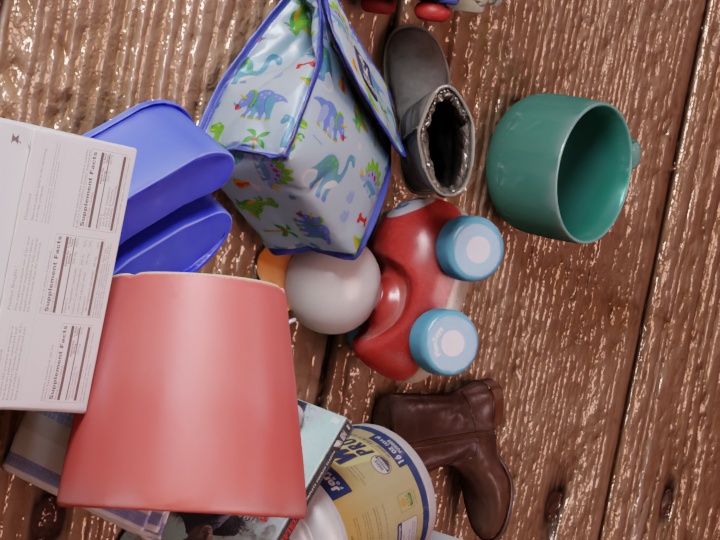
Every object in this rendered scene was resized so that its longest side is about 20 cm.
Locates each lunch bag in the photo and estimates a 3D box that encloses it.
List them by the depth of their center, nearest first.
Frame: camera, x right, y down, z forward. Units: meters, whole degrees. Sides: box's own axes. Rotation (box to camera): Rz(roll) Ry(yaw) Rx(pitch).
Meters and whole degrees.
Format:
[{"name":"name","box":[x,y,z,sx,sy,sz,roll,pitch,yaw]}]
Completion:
[{"name":"lunch bag","box":[-0.041,-0.136,1.683,0.170,0.126,0.202,56,46,-49]}]

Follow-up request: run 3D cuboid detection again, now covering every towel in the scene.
[{"name":"towel","box":[-0.194,0.107,1.560,0.024,0.146,0.202,111,2,-76]}]

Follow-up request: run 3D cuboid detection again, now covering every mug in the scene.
[{"name":"mug","box":[0.212,-0.107,2.013,0.185,0.114,0.153,33,74,-51]}]

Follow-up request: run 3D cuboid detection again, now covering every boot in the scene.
[{"name":"boot","box":[0.062,-0.152,1.738,0.200,0.072,0.184,33,46,-87]},{"name":"boot","box":[0.083,0.213,1.983,0.199,0.064,0.189,-9,94,-54]}]

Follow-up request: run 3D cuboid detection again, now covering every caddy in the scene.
[{"name":"caddy","box":[-0.194,-0.053,1.523,0.199,0.105,0.142,-33,146,-35]}]

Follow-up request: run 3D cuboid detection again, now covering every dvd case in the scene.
[{"name":"dvd case","box":[-0.114,0.195,1.664,0.201,0.145,0.022,-59,147,-20]}]

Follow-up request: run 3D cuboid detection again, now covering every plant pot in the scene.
[{"name":"plant pot","box":[-0.131,0.098,1.445,0.200,0.199,0.180,13,78,-52]}]

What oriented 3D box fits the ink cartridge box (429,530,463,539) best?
[{"name":"ink cartridge box","box":[0.058,0.366,1.932,0.083,0.145,0.202,-40,130,-40]}]

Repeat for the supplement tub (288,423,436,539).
[{"name":"supplement tub","box":[-0.038,0.239,1.772,0.199,0.143,0.146,-20,116,-48]}]

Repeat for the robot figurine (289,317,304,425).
[{"name":"robot figurine","box":[-0.132,0.110,1.639,0.169,0.113,0.201,33,72,-15]}]

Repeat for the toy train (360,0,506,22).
[{"name":"toy train","box":[0.044,-0.269,1.686,0.115,0.199,0.086,-3,104,-46]}]

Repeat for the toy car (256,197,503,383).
[{"name":"toy car","box":[0.000,0.000,1.770,0.198,0.184,0.179,18,86,-24]}]

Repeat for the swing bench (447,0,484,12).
[{"name":"swing bench","box":[0.129,-0.370,1.823,0.199,0.129,0.201,-17,115,-42]}]

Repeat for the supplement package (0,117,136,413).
[{"name":"supplement package","box":[-0.274,-0.011,1.389,0.110,0.155,0.202,9,94,-54]}]
